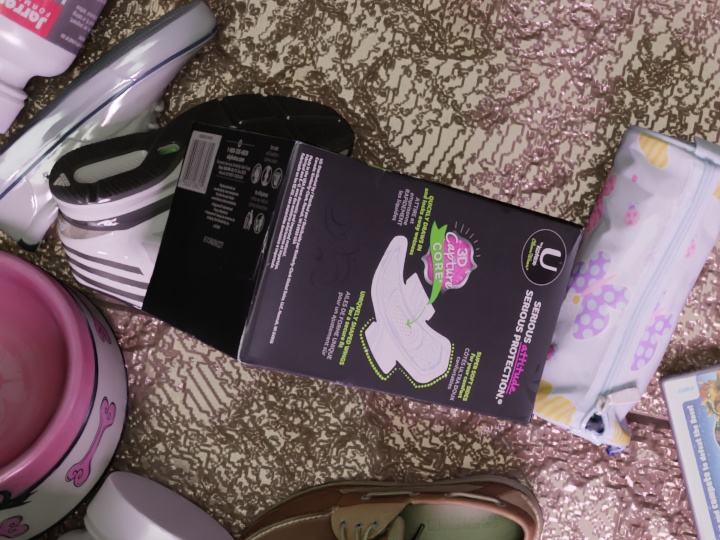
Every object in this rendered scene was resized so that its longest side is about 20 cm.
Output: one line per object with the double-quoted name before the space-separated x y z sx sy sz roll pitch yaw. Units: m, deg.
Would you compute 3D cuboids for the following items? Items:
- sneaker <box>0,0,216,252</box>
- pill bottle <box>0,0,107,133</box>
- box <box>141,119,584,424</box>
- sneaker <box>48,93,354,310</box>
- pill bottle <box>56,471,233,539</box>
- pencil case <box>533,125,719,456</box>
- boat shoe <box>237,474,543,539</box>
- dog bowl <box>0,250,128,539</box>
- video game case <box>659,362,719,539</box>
"sneaker" -0.163 -0.093 1.015 0.200 0.073 0.071 -39 108 7
"pill bottle" -0.212 -0.193 0.989 0.110 0.111 0.200 30 93 3
"box" 0.000 0.000 0.918 0.199 0.148 0.125 15 92 -30
"sneaker" -0.100 -0.040 1.012 0.200 0.116 0.076 -16 45 -19
"pill bottle" -0.168 0.238 0.989 0.114 0.114 0.200 32 93 3
"pencil case" 0.166 0.010 0.975 0.083 0.091 0.201 24 91 4
"boat shoe" 0.017 0.170 0.995 0.199 0.074 0.076 -12 90 4
"dog bowl" -0.249 0.073 0.975 0.199 0.074 0.201 -1 66 2
"video game case" 0.306 0.115 1.002 0.199 0.018 0.144 -14 90 4
